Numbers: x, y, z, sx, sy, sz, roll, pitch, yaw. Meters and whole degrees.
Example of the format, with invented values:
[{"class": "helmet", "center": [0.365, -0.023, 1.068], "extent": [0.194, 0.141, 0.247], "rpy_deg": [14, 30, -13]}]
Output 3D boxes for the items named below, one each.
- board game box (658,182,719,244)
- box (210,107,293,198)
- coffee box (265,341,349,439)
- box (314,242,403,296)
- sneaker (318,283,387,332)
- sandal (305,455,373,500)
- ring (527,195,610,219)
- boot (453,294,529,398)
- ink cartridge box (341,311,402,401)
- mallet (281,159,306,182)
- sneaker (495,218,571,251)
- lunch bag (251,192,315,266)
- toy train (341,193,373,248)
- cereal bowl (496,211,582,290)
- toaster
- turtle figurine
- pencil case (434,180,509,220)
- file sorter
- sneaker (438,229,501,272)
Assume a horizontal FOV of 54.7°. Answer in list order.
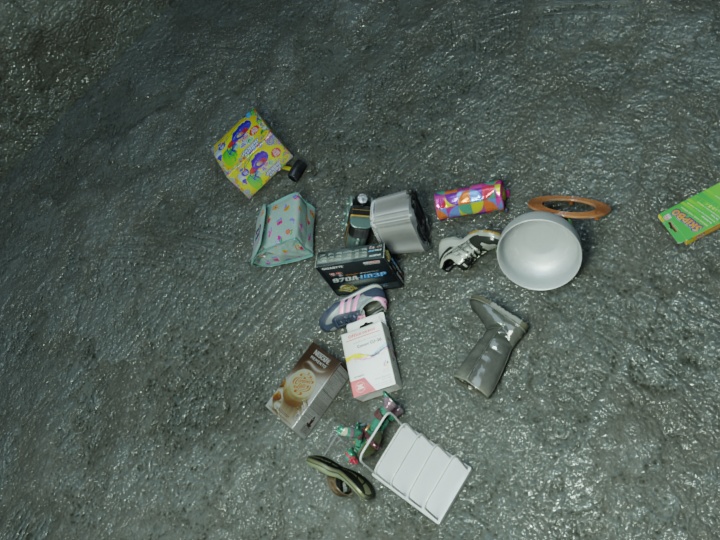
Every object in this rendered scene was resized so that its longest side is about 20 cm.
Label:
[{"class": "board game box", "center": [0.800, -0.136, 1.606], "extent": [0.196, 0.030, 0.097], "rpy_deg": [-26, 51, 6]}, {"class": "box", "center": [-0.350, -0.379, 2.242], "extent": [0.199, 0.122, 0.193], "rpy_deg": [-42, 46, 4]}, {"class": "coffee box", "center": [-0.130, 0.300, 1.752], "extent": [0.113, 0.080, 0.202], "rpy_deg": [28, 75, 36]}, {"class": "box", "center": [0.000, 0.000, 1.828], "extent": [0.195, 0.160, 0.047], "rpy_deg": [-7, 57, 21]}, {"class": "sneaker", "center": [-0.019, 0.112, 1.817], "extent": [0.197, 0.071, 0.083], "rpy_deg": [-33, 40, 5]}, {"class": "sandal", "center": [-0.048, 0.486, 1.607], "extent": [0.198, 0.079, 0.059], "rpy_deg": [16, 84, 40]}, {"class": "ring", "center": [0.505, -0.151, 1.693], "extent": [0.194, 0.020, 0.201], "rpy_deg": [1, 20, 0]}, {"class": "boot", "center": [0.283, 0.176, 1.645], "extent": [0.180, 0.072, 0.202], "rpy_deg": [31, 83, 39]}, {"class": "ink cartridge box", "center": [0.022, 0.205, 1.720], "extent": [0.114, 0.067, 0.205], "rpy_deg": [-20, 66, 14]}, {"class": "mallet", "center": [-0.251, -0.344, 2.252], "extent": [0.198, 0.041, 0.066], "rpy_deg": [29, 76, 40]}, {"class": "sneaker", "center": [0.425, -0.095, 1.727], "extent": [0.196, 0.084, 0.078], "rpy_deg": [-22, 52, 12]}, {"class": "lunch bag", "center": [-0.239, -0.111, 2.043], "extent": [0.196, 0.122, 0.175], "rpy_deg": [-15, 56, 27]}, {"class": "toy train", "center": [-0.008, -0.122, 1.898], "extent": [0.083, 0.201, 0.117], "rpy_deg": [6, 62, -6]}, {"class": "cereal bowl", "center": [0.425, -0.056, 1.646], "extent": [0.195, 0.204, 0.084], "rpy_deg": [-4, 33, 24]}, {"class": "toaster", "center": [0.104, -0.127, 1.831], "extent": [0.126, 0.201, 0.116], "rpy_deg": [-10, 53, 19]}, {"class": "turtle figurine", "center": [0.010, 0.374, 1.609], "extent": [0.200, 0.150, 0.101], "rpy_deg": [-44, 77, -3]}, {"class": "pencil case", "center": [0.295, -0.186, 1.853], "extent": [0.195, 0.089, 0.090], "rpy_deg": [-7, 57, 20]}, {"class": "file sorter", "center": [0.117, 0.426, 1.523], "extent": [0.197, 0.125, 0.140], "rpy_deg": [26, 74, 35]}, {"class": "sneaker", "center": [0.280, -0.044, 1.760], "extent": [0.198, 0.074, 0.090], "rpy_deg": [-16, 60, 49]}]
